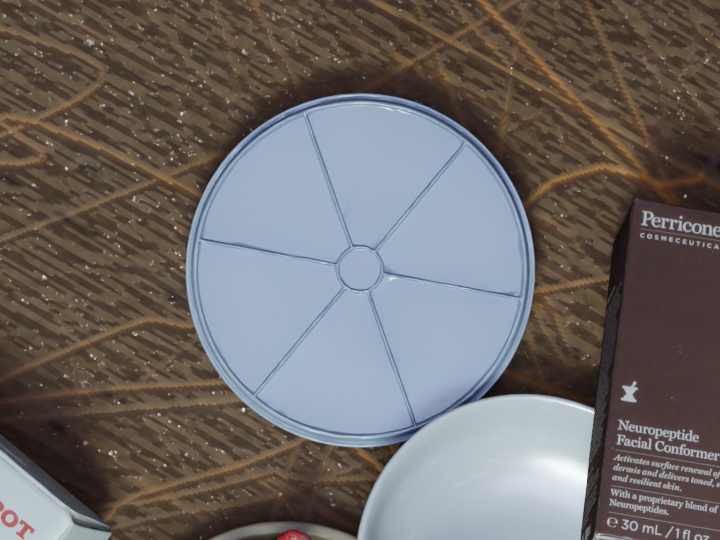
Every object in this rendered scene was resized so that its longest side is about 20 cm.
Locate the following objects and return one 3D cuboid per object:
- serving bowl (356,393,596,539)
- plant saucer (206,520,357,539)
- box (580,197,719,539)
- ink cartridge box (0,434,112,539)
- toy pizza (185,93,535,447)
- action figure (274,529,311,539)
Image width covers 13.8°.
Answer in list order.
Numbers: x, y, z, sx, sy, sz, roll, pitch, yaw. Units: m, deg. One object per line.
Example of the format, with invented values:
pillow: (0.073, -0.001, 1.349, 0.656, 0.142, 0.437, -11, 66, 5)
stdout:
serving bowl: (0.093, 0.174, 1.657, 0.199, 0.066, 0.201, 2, 69, -5)
plant saucer: (-0.042, 0.243, 1.693, 0.199, 0.029, 0.201, 0, 89, 3)
box: (0.182, 0.070, 1.633, 0.099, 0.075, 0.201, 9, 67, -2)
ink cartridge box: (-0.257, 0.176, 1.665, 0.146, 0.083, 0.200, 38, 91, 15)
toy pizza: (0.000, 0.000, 1.696, 0.199, 0.032, 0.202, 0, 88, 2)
action figure: (-0.111, 0.202, 1.651, 0.199, 0.065, 0.052, -30, 115, 1)
